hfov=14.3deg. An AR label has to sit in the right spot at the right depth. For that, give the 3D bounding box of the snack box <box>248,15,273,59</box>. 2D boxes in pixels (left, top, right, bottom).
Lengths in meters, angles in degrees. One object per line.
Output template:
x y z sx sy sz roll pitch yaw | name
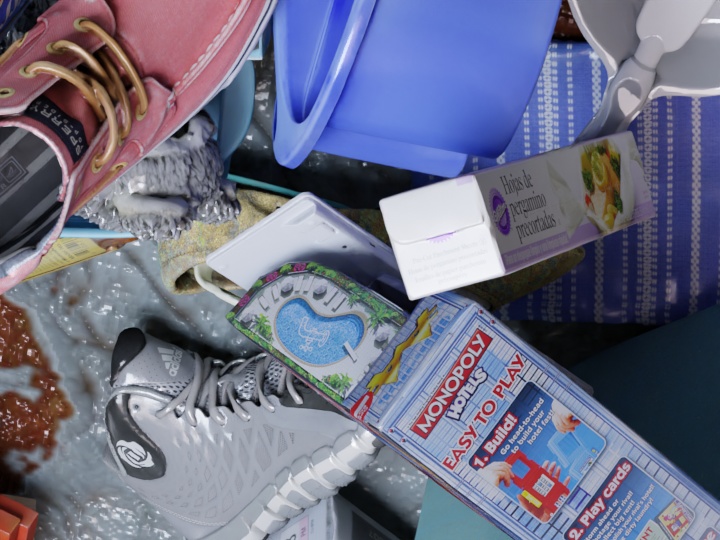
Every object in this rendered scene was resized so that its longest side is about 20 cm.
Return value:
-0.043 -0.198 1.120 0.037 0.116 0.200 6 125 6 | snack box

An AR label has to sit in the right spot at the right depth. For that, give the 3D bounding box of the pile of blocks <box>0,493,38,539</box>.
-0.217 0.098 1.339 0.062 0.082 0.200 -12 137 38 | pile of blocks

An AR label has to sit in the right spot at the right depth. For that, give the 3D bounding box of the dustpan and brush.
0.127 -0.104 1.184 0.139 0.057 0.200 27 126 -3 | dustpan and brush

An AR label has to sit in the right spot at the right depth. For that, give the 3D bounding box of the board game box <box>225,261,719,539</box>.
0.047 0.058 1.125 0.062 0.200 0.200 -53 136 -4 | board game box

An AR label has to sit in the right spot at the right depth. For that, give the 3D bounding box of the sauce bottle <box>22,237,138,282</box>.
-0.191 -0.015 1.298 0.200 0.066 0.066 -17 119 18 | sauce bottle

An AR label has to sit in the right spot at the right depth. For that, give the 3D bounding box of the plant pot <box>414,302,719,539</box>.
0.128 0.122 1.285 0.200 0.141 0.141 -18 129 30 | plant pot

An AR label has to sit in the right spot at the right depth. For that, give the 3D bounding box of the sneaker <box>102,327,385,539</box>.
-0.054 0.055 1.313 0.115 0.075 0.200 38 128 -11 | sneaker

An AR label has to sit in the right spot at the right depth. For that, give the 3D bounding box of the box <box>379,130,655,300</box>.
0.065 -0.024 1.103 0.041 0.200 0.039 -17 91 24 | box

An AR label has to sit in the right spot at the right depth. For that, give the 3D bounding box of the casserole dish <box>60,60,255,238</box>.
-0.131 -0.072 1.227 0.200 0.039 0.121 2 83 20 | casserole dish

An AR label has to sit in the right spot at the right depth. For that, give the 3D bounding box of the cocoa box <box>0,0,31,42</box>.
-0.160 -0.185 1.092 0.133 0.200 0.131 25 125 0 | cocoa box

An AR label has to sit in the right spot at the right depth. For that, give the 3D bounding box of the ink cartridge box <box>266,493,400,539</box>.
-0.029 0.210 1.419 0.200 0.057 0.162 -38 120 24 | ink cartridge box

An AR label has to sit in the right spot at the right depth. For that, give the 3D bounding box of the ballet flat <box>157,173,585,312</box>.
0.000 0.000 1.248 0.200 0.071 0.071 9 126 24 | ballet flat

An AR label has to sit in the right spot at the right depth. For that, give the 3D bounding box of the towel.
0.120 -0.034 1.258 0.200 0.024 0.145 2 123 9 | towel

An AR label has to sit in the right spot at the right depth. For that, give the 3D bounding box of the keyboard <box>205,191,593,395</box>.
0.020 0.025 1.215 0.056 0.011 0.200 -28 138 29 | keyboard

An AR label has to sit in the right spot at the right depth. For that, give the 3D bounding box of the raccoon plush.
-0.136 -0.032 1.180 0.134 0.097 0.200 49 132 5 | raccoon plush

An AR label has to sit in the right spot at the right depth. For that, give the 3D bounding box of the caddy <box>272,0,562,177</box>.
0.019 -0.130 1.115 0.105 0.141 0.200 17 81 -10 | caddy

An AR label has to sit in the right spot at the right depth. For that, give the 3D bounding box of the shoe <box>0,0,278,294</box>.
-0.101 -0.060 1.051 0.200 0.091 0.071 -44 102 1 | shoe
